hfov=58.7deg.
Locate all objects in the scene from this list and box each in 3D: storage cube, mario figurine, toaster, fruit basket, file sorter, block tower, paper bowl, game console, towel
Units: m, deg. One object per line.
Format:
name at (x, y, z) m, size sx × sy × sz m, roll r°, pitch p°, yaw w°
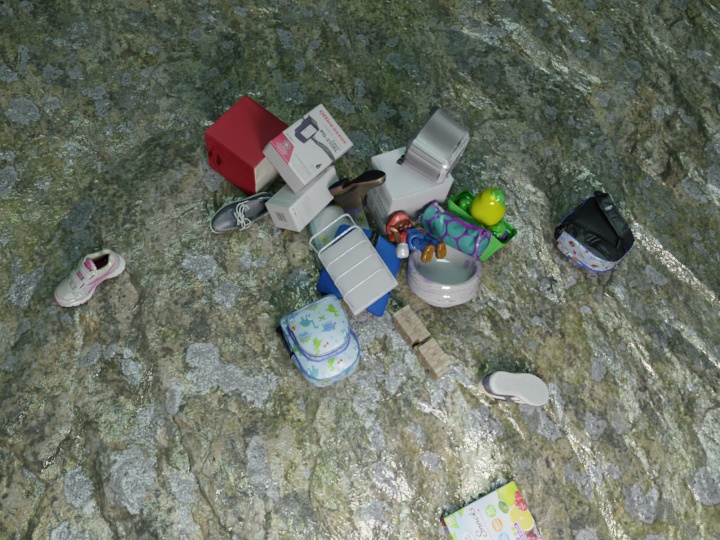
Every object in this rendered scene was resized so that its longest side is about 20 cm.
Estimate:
storage cube at (-0.314, -0.345, 1.819) m, size 0.179 × 0.172 × 0.201 m, roll 35°, pitch 65°, yaw 9°
mario figurine at (0.138, -0.073, 1.706) m, size 0.107 × 0.123 × 0.200 m, roll -54°, pitch 45°, yaw 3°
toaster at (0.197, -0.321, 1.677) m, size 0.128 × 0.114 × 0.201 m, roll 33°, pitch 64°, yaw 7°
fruit basket at (0.346, -0.157, 1.776) m, size 0.215 × 0.217 × 0.155 m, roll 41°, pitch 35°, yaw 13°
file sorter at (-0.023, -0.022, 1.620) m, size 0.138 × 0.125 × 0.201 m, roll -35°, pitch 62°, yaw 2°
block tower at (0.160, 0.190, 1.685) m, size 0.054 × 0.058 × 0.201 m, roll -30°, pitch 73°, yaw -19°
paper bowl at (0.221, 0.018, 1.723) m, size 0.197 × 0.106 × 0.202 m, roll 1°, pitch 38°, yaw -1°
game console at (0.000, 0.000, 1.739) m, size 0.168 × 0.118 × 0.203 m, roll 14°, pitch 73°, yaw 23°
towel at (-0.055, -0.097, 1.802) m, size 0.168 × 0.048 × 0.203 m, roll -12°, pitch 67°, yaw -15°

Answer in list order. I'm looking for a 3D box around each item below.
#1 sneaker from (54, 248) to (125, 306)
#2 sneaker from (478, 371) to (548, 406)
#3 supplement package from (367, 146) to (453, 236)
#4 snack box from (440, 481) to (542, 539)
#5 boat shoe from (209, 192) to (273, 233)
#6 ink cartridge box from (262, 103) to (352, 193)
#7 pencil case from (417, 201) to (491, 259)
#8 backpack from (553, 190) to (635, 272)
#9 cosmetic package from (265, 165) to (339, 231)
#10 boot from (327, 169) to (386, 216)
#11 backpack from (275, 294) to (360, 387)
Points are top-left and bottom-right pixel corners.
sneaker at (-0.707, 0.008, 1.651) m, size 0.081 × 0.089 × 0.200 m, roll 40°, pitch 67°, yaw 12°
sneaker at (0.393, 0.302, 1.653) m, size 0.197 × 0.079 × 0.080 m, roll 20°, pitch 67°, yaw -25°
supplement package at (0.128, -0.231, 1.799) m, size 0.189 × 0.201 × 0.149 m, roll -19°, pitch 68°, yaw -16°
snack box at (0.307, 0.608, 1.504) m, size 0.197 × 0.053 × 0.144 m, roll -21°, pitch 68°, yaw -15°
boat shoe at (-0.323, -0.157, 1.779) m, size 0.198 × 0.062 × 0.076 m, roll -24°, pitch 114°, yaw -22°
ink cartridge box at (-0.140, -0.331, 1.728) m, size 0.200 × 0.084 × 0.145 m, roll -44°, pitch 98°, yaw -27°
pencil case at (0.256, -0.111, 1.732) m, size 0.199 × 0.094 × 0.085 m, roll 32°, pitch 45°, yaw 29°
backpack at (0.669, -0.090, 1.824) m, size 0.199 × 0.155 × 0.191 m, roll -38°, pitch 66°, yaw -15°
cosmetic package at (-0.156, -0.208, 1.787) m, size 0.107 × 0.086 × 0.200 m, roll 15°, pitch 50°, yaw 41°
boot at (0.008, -0.207, 1.732) m, size 0.075 × 0.198 × 0.098 m, roll -47°, pitch 118°, yaw -38°
backpack at (-0.096, 0.179, 1.610) m, size 0.181 × 0.147 × 0.202 m, roll -24°, pitch 72°, yaw -14°
